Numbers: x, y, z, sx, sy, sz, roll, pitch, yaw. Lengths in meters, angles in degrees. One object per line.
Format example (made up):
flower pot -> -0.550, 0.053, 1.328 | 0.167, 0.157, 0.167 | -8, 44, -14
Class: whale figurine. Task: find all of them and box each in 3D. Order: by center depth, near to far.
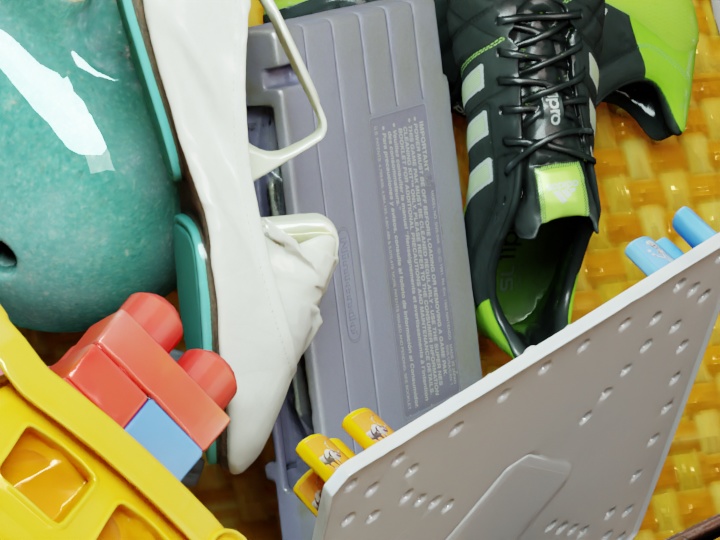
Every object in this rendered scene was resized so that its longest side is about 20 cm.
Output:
whale figurine -> -0.136, -0.061, 1.060 | 0.200, 0.159, 0.104 | 51, 38, -22

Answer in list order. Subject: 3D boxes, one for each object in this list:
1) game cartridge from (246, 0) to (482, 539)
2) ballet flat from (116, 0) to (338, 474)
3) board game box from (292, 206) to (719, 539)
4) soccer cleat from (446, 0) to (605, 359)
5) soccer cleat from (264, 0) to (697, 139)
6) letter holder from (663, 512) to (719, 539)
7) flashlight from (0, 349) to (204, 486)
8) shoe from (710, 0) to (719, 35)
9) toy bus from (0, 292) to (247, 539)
game cartridge -> 0.000, 0.000, 1.110 | 0.130, 0.038, 0.201 | -22, 107, -62
ballet flat -> -0.040, -0.028, 1.008 | 0.069, 0.069, 0.201 | -17, 104, -29
board game box -> 0.045, 0.084, 1.078 | 0.199, 0.201, 0.026 | -30, 61, -30
soccer cleat -> 0.071, -0.059, 1.144 | 0.067, 0.081, 0.201 | -6, 115, -15
soccer cleat -> 0.055, -0.089, 1.210 | 0.199, 0.067, 0.082 | -1, 86, -25
letter holder -> 0.136, 0.143, 1.062 | 0.142, 0.200, 0.101 | -23, 81, -30
flashlight -> -0.149, 0.033, 1.025 | 0.199, 0.068, 0.068 | 13, 47, -27
shoe -> 0.201, -0.150, 1.289 | 0.071, 0.091, 0.201 | -16, 79, -28
toy bus -> -0.134, 0.071, 0.935 | 0.200, 0.136, 0.192 | 43, 60, -13
